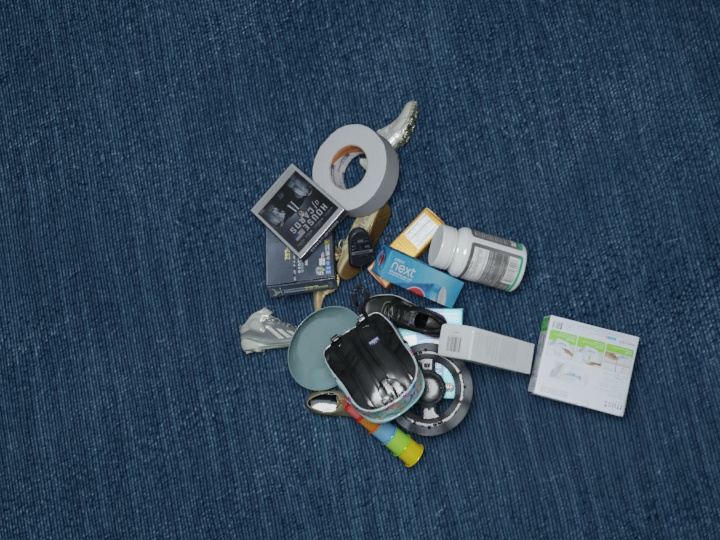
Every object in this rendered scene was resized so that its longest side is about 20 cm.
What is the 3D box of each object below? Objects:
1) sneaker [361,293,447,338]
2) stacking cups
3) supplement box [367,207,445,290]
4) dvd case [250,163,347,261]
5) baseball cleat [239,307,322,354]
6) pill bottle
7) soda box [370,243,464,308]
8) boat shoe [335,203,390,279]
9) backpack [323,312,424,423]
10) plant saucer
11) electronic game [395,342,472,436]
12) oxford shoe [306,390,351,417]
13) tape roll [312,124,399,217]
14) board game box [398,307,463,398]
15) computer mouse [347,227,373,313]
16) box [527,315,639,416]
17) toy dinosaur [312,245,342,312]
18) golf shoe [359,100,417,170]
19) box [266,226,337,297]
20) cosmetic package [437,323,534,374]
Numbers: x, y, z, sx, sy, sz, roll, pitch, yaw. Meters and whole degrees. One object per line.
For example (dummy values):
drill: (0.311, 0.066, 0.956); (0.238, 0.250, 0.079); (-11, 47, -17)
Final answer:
sneaker: (0.098, 0.096, 1.618); (0.197, 0.088, 0.077); (13, 85, 6)
stacking cups: (0.052, 0.349, 1.629); (0.200, 0.060, 0.061); (44, 88, -10)
supplement box: (0.108, -0.049, 1.692); (0.200, 0.067, 0.069); (-44, 80, -2)
dvd case: (-0.142, -0.134, 1.669); (0.151, 0.025, 0.200); (-48, 59, -1)
baseball cleat: (-0.185, 0.133, 1.693); (0.197, 0.070, 0.108); (-10, 84, 3)
pill bottle: (0.259, -0.031, 1.632); (0.197, 0.113, 0.115); (16, 85, -10)
soda box: (0.128, 0.013, 1.636); (0.198, 0.064, 0.069); (23, 97, -22)
boat shoe: (-0.001, -0.073, 1.707); (0.062, 0.073, 0.202); (25, 79, 36)
backpack: (0.037, 0.217, 1.547); (0.176, 0.151, 0.200); (-35, 51, -6)
plant saucer: (-0.081, 0.170, 1.658); (0.198, 0.039, 0.204); (-11, 113, -27)
electronic game: (0.149, 0.261, 1.619); (0.196, 0.042, 0.204); (-2, 77, 10)
oxford shoe: (-0.027, 0.301, 1.660); (0.196, 0.075, 0.072); (-7, 83, 4)
tape roll: (-0.012, -0.227, 1.681); (0.197, 0.066, 0.204); (-6, 78, 29)
board game box: (0.158, 0.187, 1.672); (0.148, 0.047, 0.204); (1, 84, 5)
computer mouse: (0.000, 0.000, 1.657); (0.058, 0.034, 0.203); (-7, 107, -15)
box: (0.489, 0.209, 1.619); (0.197, 0.097, 0.179); (13, 86, 5)
toy dinosaur: (-0.100, 0.030, 1.704); (0.100, 0.058, 0.203); (16, 85, 5)
golf shoe: (0.066, -0.317, 1.722); (0.096, 0.078, 0.202); (25, 85, 13)
box: (-0.136, -0.043, 1.677); (0.155, 0.051, 0.203); (-7, 55, 4)
cosmetic package: (0.273, 0.170, 1.588); (0.198, 0.101, 0.075); (15, 83, -37)
